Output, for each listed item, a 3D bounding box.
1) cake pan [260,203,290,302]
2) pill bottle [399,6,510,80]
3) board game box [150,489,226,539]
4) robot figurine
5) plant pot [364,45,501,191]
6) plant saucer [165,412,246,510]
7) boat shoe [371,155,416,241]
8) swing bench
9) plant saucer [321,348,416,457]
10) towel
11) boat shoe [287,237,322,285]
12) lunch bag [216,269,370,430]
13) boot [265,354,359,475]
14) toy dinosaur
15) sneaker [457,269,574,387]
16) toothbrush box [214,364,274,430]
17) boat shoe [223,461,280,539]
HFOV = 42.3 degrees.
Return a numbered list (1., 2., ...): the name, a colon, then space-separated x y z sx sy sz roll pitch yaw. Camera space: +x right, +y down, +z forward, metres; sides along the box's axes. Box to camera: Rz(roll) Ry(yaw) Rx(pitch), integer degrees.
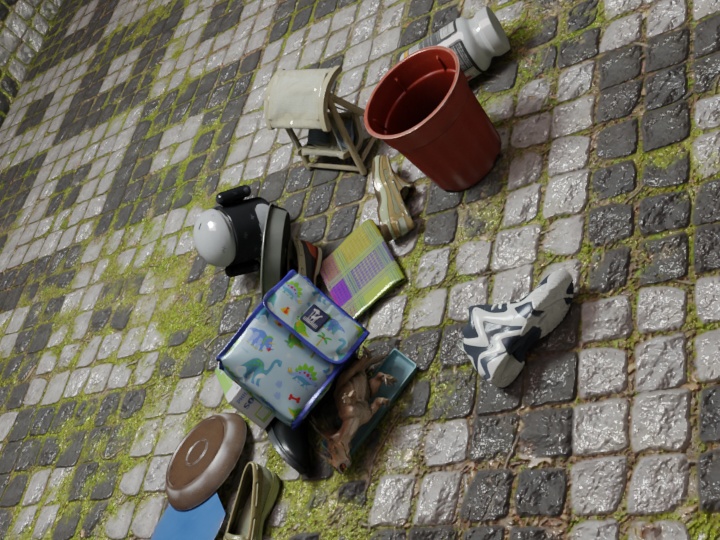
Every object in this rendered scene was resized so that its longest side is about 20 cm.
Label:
1. cake pan: -0.162 -0.027 1.789 0.036 0.201 0.202 4 52 1
2. pill bottle: 0.184 -0.421 1.820 0.198 0.116 0.117 -27 43 24
3. board game box: -0.289 0.453 1.607 0.158 0.039 0.200 -48 27 -2
4. robot figurine: -0.245 -0.080 1.904 0.152 0.198 0.125 64 147 12
5. plant pot: 0.142 -0.256 1.657 0.199 0.195 0.203 -26 43 27
6. plant saucer: -0.288 0.336 1.684 0.199 0.032 0.201 -34 28 21
7. boat shoe: 0.069 -0.143 1.749 0.075 0.072 0.202 -18 53 13
8. swing bench: -0.080 -0.310 1.915 0.198 0.200 0.131 11 66 48
9. plant saucer: 0.017 0.223 1.521 0.201 0.019 0.070 -53 38 -3
10. towel: 0.000 0.000 1.720 0.143 0.023 0.201 -42 39 10
11. boat shoe: -0.118 0.031 1.762 0.071 0.062 0.202 -31 43 46
12. lunch bag: -0.106 0.123 1.489 0.201 0.169 0.128 -50 -4 -17
13. boot: -0.070 0.223 1.569 0.200 0.066 0.165 -45 36 0
14. toy dinosaur: -0.017 0.207 1.494 0.135 0.085 0.201 -41 23 42
15. sneaker: 0.222 0.063 1.403 0.129 0.079 0.200 38 97 44
16. toothbrush box: -0.172 0.172 1.647 0.146 0.086 0.200 -51 17 -3
17. boat shoe: -0.194 0.417 1.524 0.073 0.063 0.203 0 61 43
